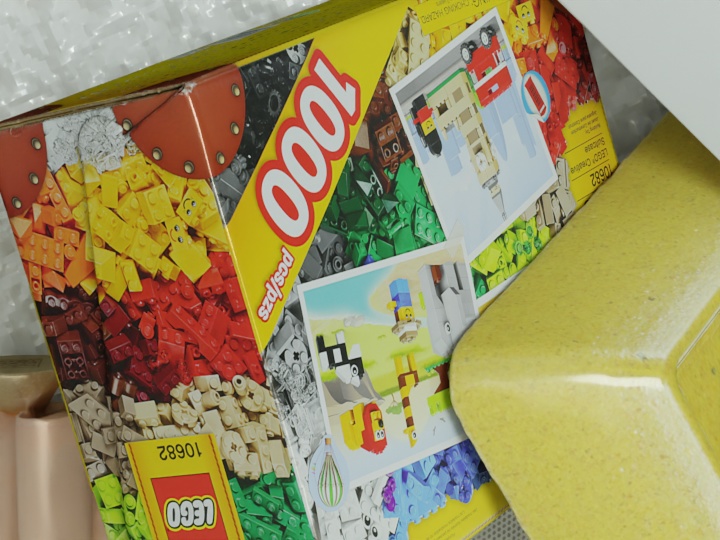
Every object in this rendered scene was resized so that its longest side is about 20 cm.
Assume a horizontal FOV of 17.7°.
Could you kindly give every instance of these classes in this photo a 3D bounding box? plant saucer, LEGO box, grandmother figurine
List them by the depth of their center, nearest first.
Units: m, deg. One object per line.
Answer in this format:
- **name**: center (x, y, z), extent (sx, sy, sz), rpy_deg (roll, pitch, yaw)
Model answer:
- **LEGO box**: center (0.000, 0.000, 0.675), extent (0.077, 0.200, 0.150), rpy_deg (-9, 102, 36)
- **plant saucer**: center (0.131, 0.060, 0.706), extent (0.048, 0.200, 0.201), rpy_deg (-21, 105, 39)
- **grandmother figurine**: center (-0.098, 0.130, 0.752), extent (0.120, 0.061, 0.202), rpy_deg (-1, 96, 2)

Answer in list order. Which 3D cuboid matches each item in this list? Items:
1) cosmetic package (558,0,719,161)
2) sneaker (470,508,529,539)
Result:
- **cosmetic package**: center (0.154, -0.043, 0.702), extent (0.200, 0.083, 0.051), rpy_deg (45, 129, 2)
- **sneaker**: center (0.038, 0.156, 0.756), extent (0.081, 0.088, 0.201), rpy_deg (23, 94, -10)
